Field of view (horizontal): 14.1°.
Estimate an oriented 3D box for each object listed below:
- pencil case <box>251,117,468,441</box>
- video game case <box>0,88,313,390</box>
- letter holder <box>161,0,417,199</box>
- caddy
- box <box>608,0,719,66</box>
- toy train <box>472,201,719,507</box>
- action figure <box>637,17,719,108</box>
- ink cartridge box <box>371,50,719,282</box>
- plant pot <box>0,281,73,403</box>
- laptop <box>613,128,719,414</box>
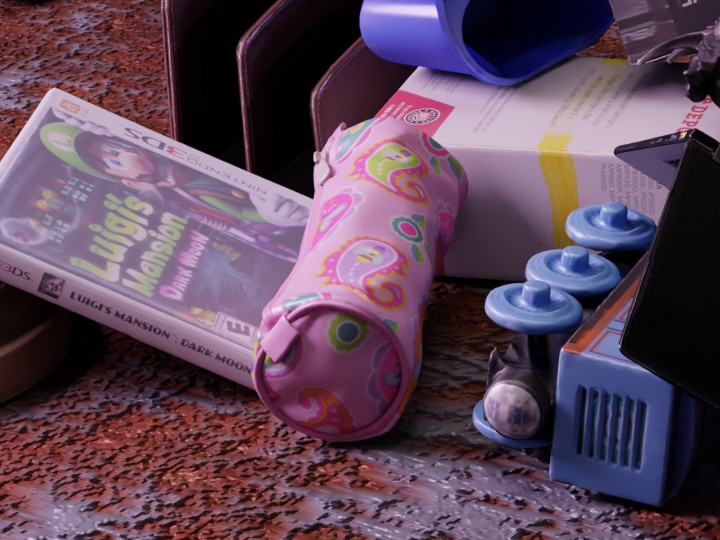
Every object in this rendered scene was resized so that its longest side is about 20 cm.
[{"bbox_3d":[0.000,0.000,1.453,0.087,0.088,0.200,0,32,10],"label":"pencil case"},{"bbox_3d":[-0.105,-0.019,1.524,0.181,0.023,0.200,23,26,-2],"label":"video game case"},{"bbox_3d":[-0.025,-0.135,1.715,0.100,0.143,0.200,7,26,25],"label":"letter holder"},{"bbox_3d":[0.083,-0.182,1.601,0.105,0.142,0.200,7,24,37],"label":"caddy"},{"bbox_3d":[0.238,-0.164,1.604,0.157,0.050,0.200,-19,0,22],"label":"box"},{"bbox_3d":[0.129,0.035,1.383,0.114,0.087,0.200,15,27,20],"label":"toy train"},{"bbox_3d":[0.243,-0.101,1.467,0.199,0.103,0.119,27,12,27],"label":"action figure"},{"bbox_3d":[0.115,-0.055,1.582,0.199,0.084,0.145,4,24,20],"label":"ink cartridge box"},{"bbox_3d":[-0.252,0.002,1.510,0.200,0.093,0.201,-3,24,1],"label":"plant pot"},{"bbox_3d":[0.194,0.032,1.331,0.187,0.116,0.200,31,-6,-9],"label":"laptop"}]
